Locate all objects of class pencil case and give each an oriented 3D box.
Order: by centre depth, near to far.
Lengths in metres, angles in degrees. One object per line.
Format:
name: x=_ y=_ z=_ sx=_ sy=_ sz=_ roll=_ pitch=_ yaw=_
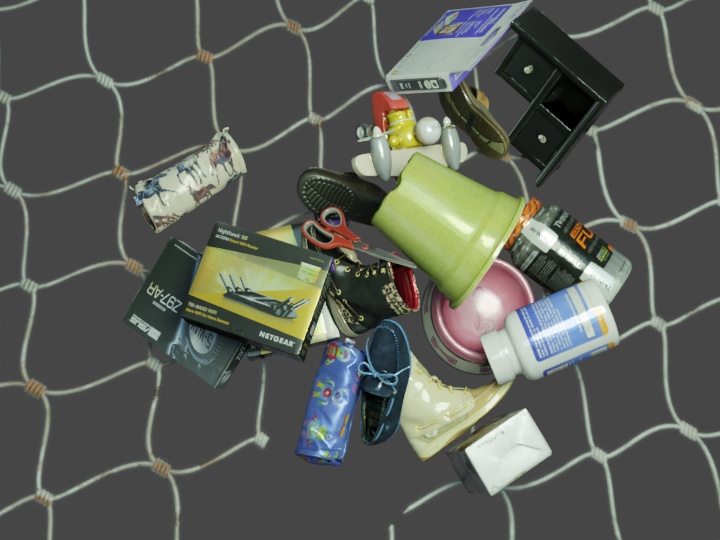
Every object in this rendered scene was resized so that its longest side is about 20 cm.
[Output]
pencil case: x=-0.040 y=0.212 z=1.657 sx=0.086 sy=0.078 sz=0.203 roll=10 pitch=77 yaw=33
pencil case: x=-0.282 y=-0.151 z=1.719 sx=0.199 sy=0.078 sz=0.090 roll=-34 pitch=102 yaw=-8

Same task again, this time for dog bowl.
dog bowl: x=0.200 y=0.066 z=1.704 sx=0.196 sy=0.074 sz=0.204 roll=0 pitch=79 yaw=-2

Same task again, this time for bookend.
bookend: x=0.291 y=-0.285 z=1.711 sx=0.200 sy=0.199 sz=0.092 roll=43 pitch=42 yaw=8

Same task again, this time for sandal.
sandal: x=0.197 y=-0.274 z=1.763 sx=0.054 sy=0.082 sz=0.201 roll=-24 pitch=63 yaw=-30

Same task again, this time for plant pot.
plant pot: x=0.122 y=-0.077 z=1.581 sx=0.183 sy=0.200 sz=0.202 roll=34 pitch=79 yaw=-2

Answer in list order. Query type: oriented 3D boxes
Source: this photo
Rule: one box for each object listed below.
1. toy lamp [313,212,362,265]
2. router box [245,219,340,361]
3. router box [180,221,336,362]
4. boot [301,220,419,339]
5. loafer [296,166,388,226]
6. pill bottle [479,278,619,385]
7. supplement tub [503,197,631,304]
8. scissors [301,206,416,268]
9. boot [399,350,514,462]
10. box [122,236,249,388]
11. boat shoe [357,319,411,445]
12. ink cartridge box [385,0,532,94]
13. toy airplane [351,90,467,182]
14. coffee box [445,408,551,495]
toy lamp: x=-0.013 y=-0.019 z=1.719 sx=0.058 sy=0.058 sz=0.202 roll=-31 pitch=83 yaw=-8
router box: x=-0.128 y=0.033 z=1.704 sx=0.154 sy=0.052 sz=0.204 roll=-12 pitch=80 yaw=-6
router box: x=-0.154 y=0.031 z=1.582 sx=0.197 sy=0.052 sz=0.160 roll=16 pitch=76 yaw=11
boot: x=0.000 y=0.000 z=1.632 sx=0.073 sy=0.149 sz=0.203 roll=-28 pitch=98 yaw=-50
loafer: x=-0.030 y=-0.126 z=1.703 sx=0.073 sy=0.198 sz=0.072 roll=-48 pitch=46 yaw=24
pill bottle: x=0.288 y=0.101 z=1.601 sx=0.197 sy=0.112 sz=0.114 roll=-23 pitch=80 yaw=5
supplement tub: x=0.333 y=-0.022 z=1.703 sx=0.199 sy=0.123 sz=0.123 roll=37 pitch=79 yaw=4
scissors: x=-0.007 y=-0.033 z=1.588 sx=0.073 sy=0.014 sz=0.199 roll=-42 pitch=59 yaw=-20
boot: x=0.132 y=0.187 z=1.669 sx=0.199 sy=0.073 sz=0.156 roll=-39 pitch=81 yaw=7
box: x=-0.261 y=0.067 z=1.660 sx=0.198 sy=0.043 sz=0.162 roll=33 pitch=91 yaw=15
boat shoe: x=0.037 y=0.180 z=1.613 sx=0.083 sy=0.068 sz=0.204 roll=8 pitch=107 yaw=32
ink cartridge box: x=0.167 y=-0.368 z=1.715 sx=0.199 sy=0.198 sz=0.044 roll=-49 pitch=122 yaw=-26
toy airplane: x=0.086 y=-0.191 z=1.701 sx=0.198 sy=0.141 sz=0.202 roll=33 pitch=48 yaw=-17
coffee box: x=0.208 y=0.281 z=1.596 sx=0.113 sy=0.200 sz=0.080 roll=-31 pitch=83 yaw=-8
